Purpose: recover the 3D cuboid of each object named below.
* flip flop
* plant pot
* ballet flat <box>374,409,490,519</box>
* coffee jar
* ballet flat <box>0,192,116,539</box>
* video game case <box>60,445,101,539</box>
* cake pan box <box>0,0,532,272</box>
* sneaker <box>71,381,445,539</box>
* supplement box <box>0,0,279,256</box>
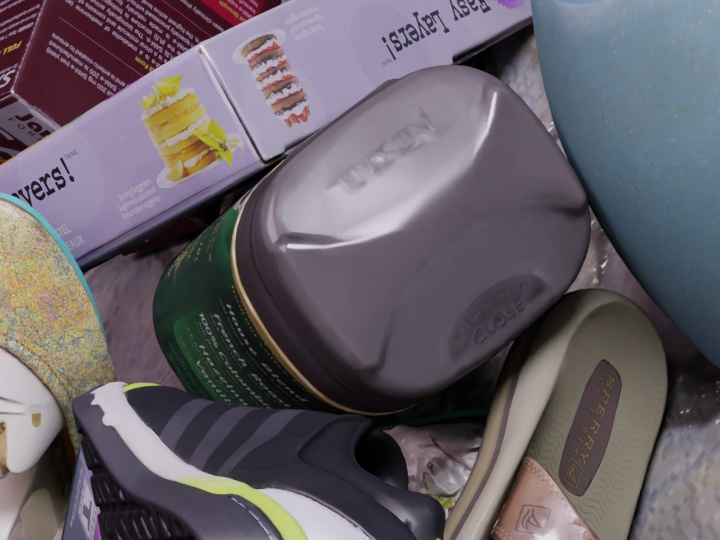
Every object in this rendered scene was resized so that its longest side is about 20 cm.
[{"bbox_3d":[0.063,0.092,0.786,0.057,0.081,0.201,-5,50,35],"label":"flip flop"},{"bbox_3d":[0.127,-0.080,0.792,0.200,0.135,0.201,-35,35,30],"label":"plant pot"},{"bbox_3d":[-0.016,0.091,0.893,0.200,0.075,0.064,-18,59,50],"label":"ballet flat"},{"bbox_3d":[0.000,0.000,0.866,0.104,0.086,0.200,-37,1,-15],"label":"coffee jar"},{"bbox_3d":[-0.120,0.063,0.962,0.070,0.201,0.071,-3,45,3],"label":"ballet flat"},{"bbox_3d":[-0.076,0.168,0.887,0.200,0.019,0.144,-121,40,-58],"label":"video game case"},{"bbox_3d":[-0.049,-0.055,1.005,0.184,0.053,0.200,-24,5,41],"label":"cake pan box"},{"bbox_3d":[-0.026,0.075,0.803,0.082,0.072,0.200,-16,17,-17],"label":"sneaker"},{"bbox_3d":[-0.094,-0.121,1.166,0.061,0.109,0.201,-19,45,46],"label":"supplement box"}]
